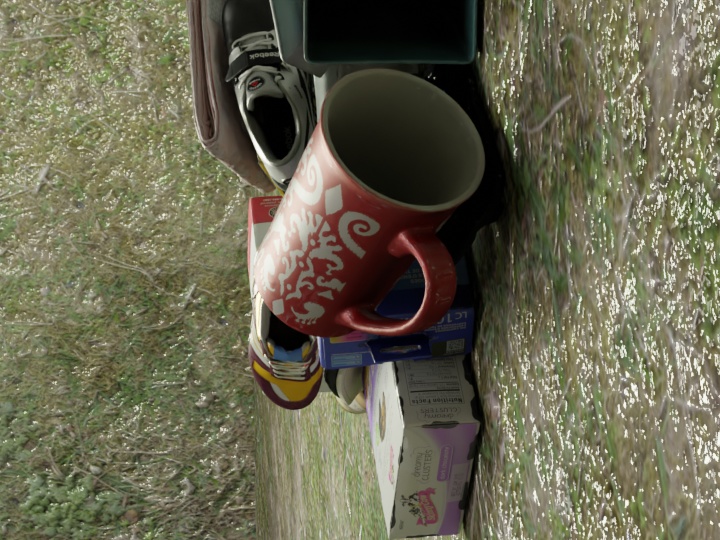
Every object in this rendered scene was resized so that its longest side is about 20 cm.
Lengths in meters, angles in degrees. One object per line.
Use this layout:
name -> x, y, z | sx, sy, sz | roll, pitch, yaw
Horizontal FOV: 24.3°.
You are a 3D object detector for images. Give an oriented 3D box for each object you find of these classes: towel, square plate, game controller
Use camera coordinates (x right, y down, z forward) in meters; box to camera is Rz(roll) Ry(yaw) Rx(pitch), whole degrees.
towel -> -0.125, -0.189, 1.662 | 0.200, 0.032, 0.192 | 36, -132, -72
square plate -> -0.059, -0.282, 1.517 | 0.198, 0.028, 0.201 | -14, -85, -81
game controller -> 0.069, -0.090, 1.369 | 0.104, 0.042, 0.201 | -47, 33, 27

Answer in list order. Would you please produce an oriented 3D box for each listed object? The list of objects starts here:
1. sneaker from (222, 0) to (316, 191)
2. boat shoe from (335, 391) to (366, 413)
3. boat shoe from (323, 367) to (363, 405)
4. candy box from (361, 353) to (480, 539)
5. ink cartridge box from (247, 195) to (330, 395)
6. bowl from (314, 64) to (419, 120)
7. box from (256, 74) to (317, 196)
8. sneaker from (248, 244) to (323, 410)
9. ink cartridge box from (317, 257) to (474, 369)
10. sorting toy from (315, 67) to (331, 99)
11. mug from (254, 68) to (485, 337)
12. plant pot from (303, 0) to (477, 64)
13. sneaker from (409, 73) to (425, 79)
sneaker -> -0.084, -0.176, 1.545 | 0.089, 0.074, 0.201 | 40, -150, -76
boat shoe -> 0.011, 0.057, 1.843 | 0.069, 0.073, 0.201 | 168, 101, -67
boat shoe -> -0.022, 0.092, 1.708 | 0.200, 0.067, 0.072 | -18, -52, -85
candy box -> 0.052, 0.117, 1.536 | 0.168, 0.071, 0.201 | 96, 168, -46
ink cartridge box -> -0.055, 0.028, 1.991 | 0.145, 0.144, 0.201 | 96, 168, -48
bowl -> 0.008, -0.184, 1.678 | 0.201, 0.090, 0.202 | 177, 90, -82
box -> -0.076, -0.188, 1.672 | 0.160, 0.049, 0.201 | 64, -159, -80
sneaker -> -0.071, 0.070, 1.565 | 0.090, 0.074, 0.201 | -95, 0, -52
ink cartridge box -> 0.024, 0.006, 1.464 | 0.077, 0.136, 0.201 | 89, 174, -55
sorting toy -> -0.041, -0.271, 1.831 | 0.200, 0.106, 0.181 | -153, 73, -81
mug -> -0.005, -0.027, 1.302 | 0.200, 0.133, 0.178 | 124, 157, -49
plant pot -> 0.019, -0.272, 1.425 | 0.200, 0.140, 0.142 | -99, 9, -67
sneaker -> 0.035, -0.104, 1.579 | 0.094, 0.070, 0.201 | -114, 19, -55
